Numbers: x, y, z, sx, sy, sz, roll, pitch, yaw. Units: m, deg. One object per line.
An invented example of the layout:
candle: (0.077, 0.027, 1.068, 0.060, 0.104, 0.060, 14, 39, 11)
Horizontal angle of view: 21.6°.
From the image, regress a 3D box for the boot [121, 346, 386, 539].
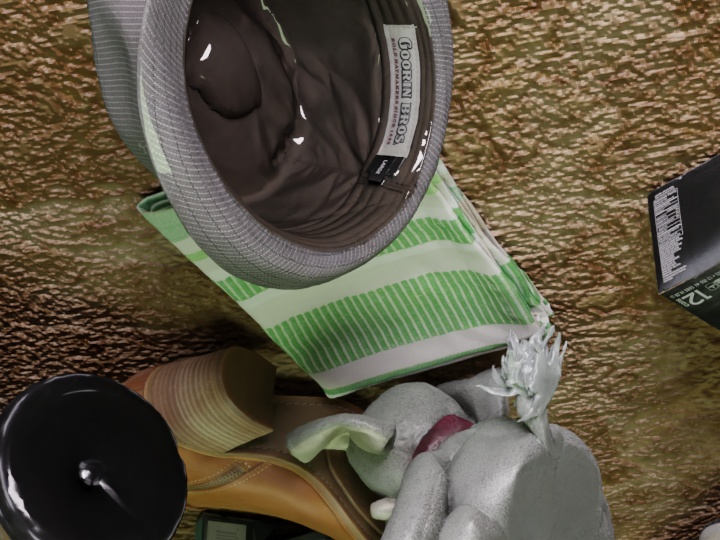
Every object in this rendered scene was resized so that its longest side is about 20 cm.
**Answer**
boot: (-0.077, 0.125, 1.113, 0.154, 0.077, 0.200, -23, 138, 34)

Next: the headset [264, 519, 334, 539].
headset: (-0.020, 0.202, 1.174, 0.198, 0.125, 0.094, 10, 164, -33)

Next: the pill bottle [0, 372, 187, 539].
pill bottle: (-0.184, 0.144, 1.045, 0.111, 0.113, 0.200, 17, 147, -25)

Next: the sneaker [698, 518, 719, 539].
sneaker: (0.233, 0.229, 1.244, 0.070, 0.094, 0.200, 17, 154, -13)

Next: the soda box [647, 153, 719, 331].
soda box: (0.236, -0.042, 0.901, 0.199, 0.064, 0.070, -30, 138, 35)

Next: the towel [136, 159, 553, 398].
towel: (0.000, 0.000, 0.987, 0.151, 0.024, 0.200, -16, 144, 21)

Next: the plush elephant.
plush elephant: (0.048, 0.124, 1.030, 0.163, 0.202, 0.154, -4, -174, -36)

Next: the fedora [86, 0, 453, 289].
fedora: (-0.047, -0.088, 0.765, 0.090, 0.178, 0.200, 11, 158, 39)

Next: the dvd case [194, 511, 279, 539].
dvd case: (-0.015, 0.242, 1.234, 0.198, 0.147, 0.022, 10, 154, -18)
